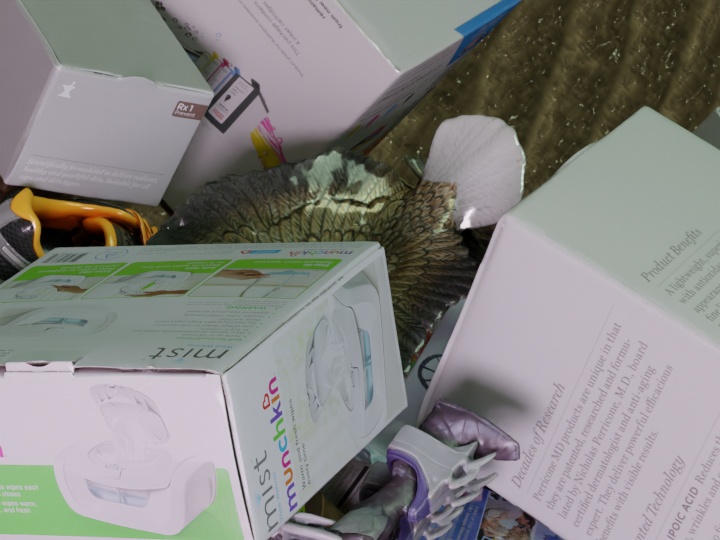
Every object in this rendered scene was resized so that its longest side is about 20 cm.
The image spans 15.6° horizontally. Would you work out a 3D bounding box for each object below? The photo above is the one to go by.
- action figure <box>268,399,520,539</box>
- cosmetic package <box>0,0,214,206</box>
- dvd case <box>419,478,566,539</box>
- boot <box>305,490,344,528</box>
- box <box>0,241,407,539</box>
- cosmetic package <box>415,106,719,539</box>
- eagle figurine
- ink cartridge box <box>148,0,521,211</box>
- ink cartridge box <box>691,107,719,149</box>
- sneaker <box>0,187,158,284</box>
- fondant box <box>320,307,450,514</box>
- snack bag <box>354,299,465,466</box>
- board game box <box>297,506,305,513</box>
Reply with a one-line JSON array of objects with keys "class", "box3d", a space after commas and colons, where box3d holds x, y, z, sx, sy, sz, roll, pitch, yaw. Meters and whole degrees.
[{"class": "action figure", "box3d": [-0.009, 0.146, 1.287, 0.069, 0.130, 0.200, 34, 56, 19]}, {"class": "cosmetic package", "box3d": [-0.176, -0.130, 1.486, 0.107, 0.090, 0.200, 9, 35, -35]}, {"class": "dvd case", "box3d": [0.096, 0.185, 1.374, 0.200, 0.018, 0.143, 21, 47, 4]}, {"class": "boot", "box3d": [-0.029, 0.200, 1.388, 0.075, 0.074, 0.200, 39, 37, -20]}, {"class": "box", "box3d": [-0.105, 0.056, 1.295, 0.176, 0.200, 0.097, -42, 126, -57]}, {"class": "cosmetic package", "box3d": [0.169, 0.050, 1.404, 0.200, 0.165, 0.165, 33, 38, 18]}, {"class": "eagle figurine", "box3d": [0.001, 0.007, 1.436, 0.200, 0.152, 0.151, -20, 100, -41]}, {"class": "ink cartridge box", "box3d": [-0.040, -0.134, 1.557, 0.145, 0.200, 0.147, 50, 40, 4]}, {"class": "ink cartridge box", "box3d": [0.235, -0.017, 1.681, 0.144, 0.200, 0.085, -4, 59, -41]}, {"class": "sneaker", "box3d": [-0.133, 0.002, 1.461, 0.200, 0.077, 0.078, 8, 50, -36]}, {"class": "fondant box", "box3d": [0.056, 0.087, 1.539, 0.200, 0.058, 0.145, 19, 45, -17]}, {"class": "snack bag", "box3d": [0.116, 0.090, 1.497, 0.188, 0.021, 0.200, 28, 45, 8]}, {"class": "board game box", "box3d": [-0.114, 0.177, 1.304, 0.101, 0.048, 0.200, 12, 39, 21]}]
